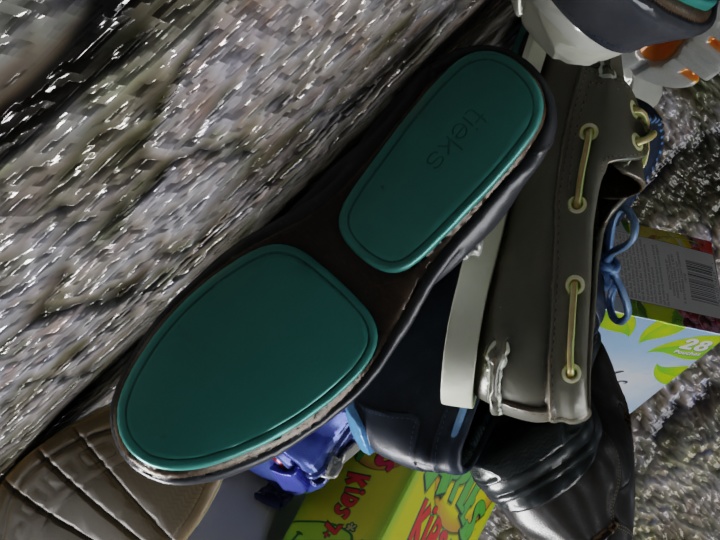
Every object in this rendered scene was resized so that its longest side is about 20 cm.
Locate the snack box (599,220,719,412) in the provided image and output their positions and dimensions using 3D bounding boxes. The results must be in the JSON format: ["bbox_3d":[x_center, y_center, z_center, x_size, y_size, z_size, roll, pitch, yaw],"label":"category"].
[{"bbox_3d":[0.070,0.031,1.124,0.199,0.068,0.169,11,145,-27],"label":"snack box"}]

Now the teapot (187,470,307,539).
[{"bbox_3d":[-0.098,0.153,1.055,0.201,0.145,0.198,82,24,-43],"label":"teapot"}]

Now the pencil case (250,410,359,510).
[{"bbox_3d":[0.006,0.017,0.957,0.200,0.087,0.078,-47,157,-12],"label":"pencil case"}]

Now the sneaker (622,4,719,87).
[{"bbox_3d":[0.162,-0.163,0.857,0.200,0.078,0.077,-50,-165,51],"label":"sneaker"}]

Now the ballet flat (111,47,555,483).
[{"bbox_3d":[-0.006,0.002,0.745,0.200,0.073,0.073,-45,177,-5],"label":"ballet flat"}]

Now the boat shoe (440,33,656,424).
[{"bbox_3d":[0.083,-0.037,0.812,0.072,0.060,0.203,73,32,-70],"label":"boat shoe"}]

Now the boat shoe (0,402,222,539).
[{"bbox_3d":[-0.124,0.108,0.869,0.200,0.073,0.065,-41,-172,25],"label":"boat shoe"}]

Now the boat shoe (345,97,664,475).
[{"bbox_3d":[0.077,0.011,0.872,0.200,0.068,0.084,-53,145,-17],"label":"boat shoe"}]

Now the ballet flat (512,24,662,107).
[{"bbox_3d":[0.112,-0.097,0.998,0.068,0.068,0.200,-43,176,-1],"label":"ballet flat"}]

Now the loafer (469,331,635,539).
[{"bbox_3d":[0.089,0.078,0.926,0.073,0.072,0.200,-30,-172,16],"label":"loafer"}]

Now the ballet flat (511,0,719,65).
[{"bbox_3d":[0.094,-0.105,0.730,0.073,0.073,0.200,-45,178,27],"label":"ballet flat"}]

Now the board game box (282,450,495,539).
[{"bbox_3d":[0.020,0.114,1.005,0.200,0.047,0.102,-61,149,-19],"label":"board game box"}]
